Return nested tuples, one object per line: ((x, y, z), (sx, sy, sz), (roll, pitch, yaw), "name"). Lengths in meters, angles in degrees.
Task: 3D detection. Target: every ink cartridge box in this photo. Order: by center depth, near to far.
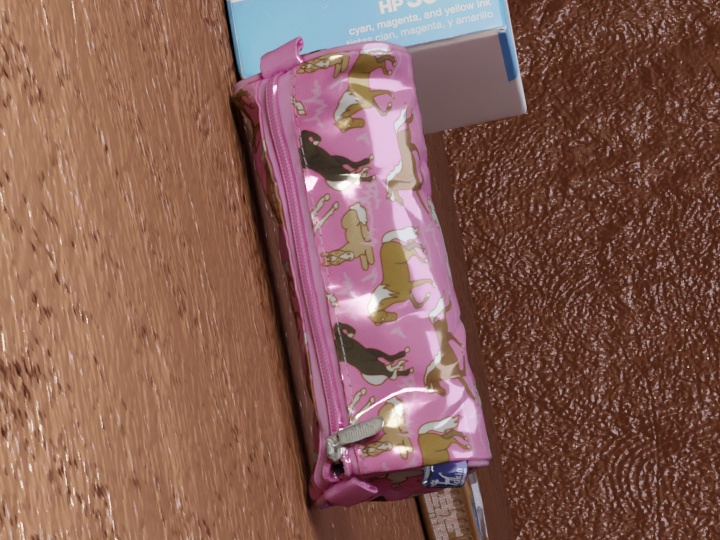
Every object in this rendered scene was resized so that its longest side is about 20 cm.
((-0.002, -0.174, 1.327), (0.129, 0.125, 0.201), (63, 17, -74), "ink cartridge box")

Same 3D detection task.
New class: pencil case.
((0.000, 0.000, 1.208), (0.087, 0.082, 0.201), (135, -55, -82), "pencil case")

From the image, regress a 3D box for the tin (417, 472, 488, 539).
((0.055, 0.129, 1.864), (0.112, 0.042, 0.201), (-102, 178, -56), "tin")
